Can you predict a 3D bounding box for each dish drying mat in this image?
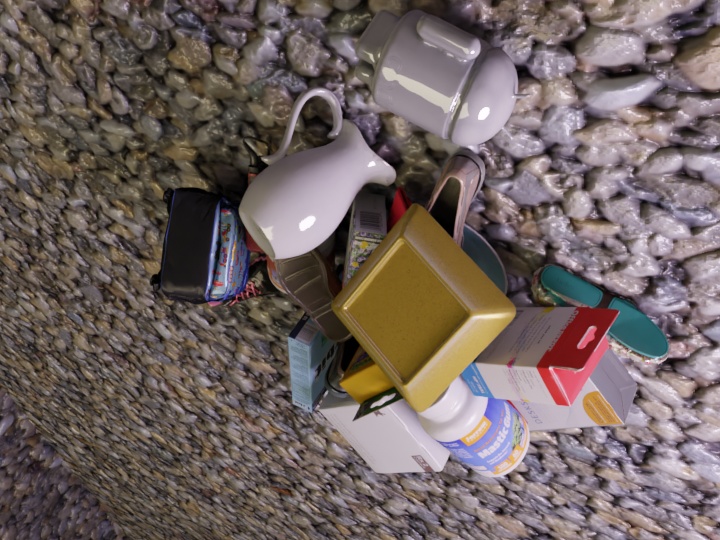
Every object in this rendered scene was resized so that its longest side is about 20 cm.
[{"bbox_3d":[0.051,-0.026,1.103,0.018,0.078,0.201,-8,146,-17],"label":"dish drying mat"}]

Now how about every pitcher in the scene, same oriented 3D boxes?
[{"bbox_3d":[-0.075,-0.128,1.014,0.172,0.199,0.121,54,163,-12],"label":"pitcher"}]

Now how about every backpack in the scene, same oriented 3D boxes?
[{"bbox_3d":[-0.246,-0.040,1.268,0.133,0.185,0.200,9,-178,6],"label":"backpack"}]

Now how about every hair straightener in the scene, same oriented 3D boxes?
[{"bbox_3d":[-0.160,-0.126,1.187,0.040,0.077,0.202,6,132,9],"label":"hair straightener"}]

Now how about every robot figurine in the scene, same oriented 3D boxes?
[{"bbox_3d":[0.090,-0.213,0.853,0.198,0.114,0.170,28,164,11],"label":"robot figurine"}]

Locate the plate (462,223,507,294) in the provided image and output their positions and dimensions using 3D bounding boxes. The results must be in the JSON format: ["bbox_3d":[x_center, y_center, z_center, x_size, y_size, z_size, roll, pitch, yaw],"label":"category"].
[{"bbox_3d":[0.126,-0.013,1.124,0.198,0.026,0.202,22,141,18],"label":"plate"}]

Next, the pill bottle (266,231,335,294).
[{"bbox_3d":[-0.094,-0.063,1.174,0.111,0.113,0.201,23,142,17],"label":"pill bottle"}]

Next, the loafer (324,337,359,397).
[{"bbox_3d":[0.000,0.106,1.215,0.071,0.202,0.063,21,142,-2],"label":"loafer"}]

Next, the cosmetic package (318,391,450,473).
[{"bbox_3d":[0.072,0.199,1.256,0.164,0.201,0.165,-18,119,48],"label":"cosmetic package"}]

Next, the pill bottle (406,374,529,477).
[{"bbox_3d":[0.152,0.209,1.108,0.111,0.113,0.200,-6,143,43],"label":"pill bottle"}]

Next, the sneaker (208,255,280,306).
[{"bbox_3d":[-0.212,0.031,1.393,0.198,0.096,0.079,-6,126,41],"label":"sneaker"}]

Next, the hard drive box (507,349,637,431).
[{"bbox_3d":[0.281,0.158,1.144,0.156,0.077,0.199,49,143,-17],"label":"hard drive box"}]

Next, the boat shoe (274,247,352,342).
[{"bbox_3d":[-0.070,0.015,1.134,0.071,0.068,0.201,-19,122,12],"label":"boat shoe"}]

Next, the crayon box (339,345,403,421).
[{"bbox_3d":[0.047,0.116,1.125,0.052,0.201,0.125,45,133,-14],"label":"crayon box"}]

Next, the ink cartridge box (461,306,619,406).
[{"bbox_3d":[0.233,0.107,0.982,0.199,0.116,0.068,-3,126,51],"label":"ink cartridge box"}]

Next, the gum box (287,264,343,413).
[{"bbox_3d":[-0.059,0.118,1.298,0.044,0.171,0.201,22,142,16],"label":"gum box"}]

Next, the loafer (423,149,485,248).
[{"bbox_3d":[0.106,-0.063,1.016,0.071,0.063,0.202,27,129,14],"label":"loafer"}]

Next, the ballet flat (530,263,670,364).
[{"bbox_3d":[0.315,0.061,1.020,0.199,0.076,0.064,36,155,16],"label":"ballet flat"}]

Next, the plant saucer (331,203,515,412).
[{"bbox_3d":[0.065,0.051,0.984,0.200,0.048,0.200,48,114,19],"label":"plant saucer"}]

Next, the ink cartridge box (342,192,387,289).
[{"bbox_3d":[0.000,0.000,1.122,0.050,0.110,0.202,7,125,-5],"label":"ink cartridge box"}]
